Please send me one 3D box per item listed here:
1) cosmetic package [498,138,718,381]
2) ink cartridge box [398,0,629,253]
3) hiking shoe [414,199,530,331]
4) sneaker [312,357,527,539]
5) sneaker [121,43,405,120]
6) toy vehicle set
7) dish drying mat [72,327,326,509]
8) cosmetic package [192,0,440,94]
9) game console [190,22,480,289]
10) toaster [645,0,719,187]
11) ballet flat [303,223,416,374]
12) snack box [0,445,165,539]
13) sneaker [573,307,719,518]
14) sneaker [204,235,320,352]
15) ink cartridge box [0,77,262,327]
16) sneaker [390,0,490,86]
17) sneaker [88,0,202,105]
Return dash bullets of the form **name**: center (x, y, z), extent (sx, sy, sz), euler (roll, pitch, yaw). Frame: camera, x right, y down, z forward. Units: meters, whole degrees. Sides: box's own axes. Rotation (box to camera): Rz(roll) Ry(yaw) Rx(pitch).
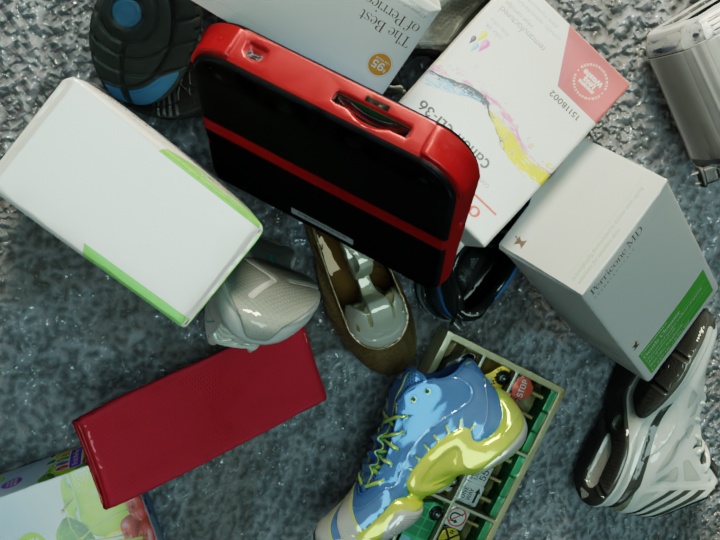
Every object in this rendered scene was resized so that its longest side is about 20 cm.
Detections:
- **cosmetic package**: center (0.202, -0.003, 0.761), extent (0.108, 0.085, 0.200), euler (-53, 143, -1)
- **ink cartridge box**: center (0.082, -0.097, 0.705), extent (0.116, 0.067, 0.200), euler (41, 88, -6)
- **hiking shoe**: center (0.120, -0.042, 0.782), extent (0.074, 0.087, 0.200), euler (25, 91, -16)
- **sneaker**: center (0.032, 0.141, 0.774), extent (0.200, 0.076, 0.105), euler (-30, 92, -15)
- **sneaker**: center (-0.075, -0.145, 0.723), extent (0.200, 0.104, 0.060), euler (-3, 91, 26)
- **toy vehicle set**: center (0.080, 0.164, 0.833), extent (0.124, 0.027, 0.200), euler (26, 91, -16)
- **dish drying mat**: center (-0.118, 0.106, 0.745), extent (0.200, 0.018, 0.077), euler (-24, 102, -33)
- **cosmetic package**: center (-0.055, -0.189, 0.601), extent (0.200, 0.051, 0.083), euler (28, 118, -16)
- **game console**: center (-0.020, -0.072, 0.648), extent (0.200, 0.177, 0.031), euler (29, 69, 11)
- **toaster**: center (0.329, -0.173, 0.805), extent (0.200, 0.114, 0.129), euler (-31, 100, -6)
- **ballet flat**: center (0.000, 0.000, 0.766), extent (0.068, 0.072, 0.200), euler (-21, 103, -10)
- **snack box**: center (-0.250, 0.240, 0.741), extent (0.200, 0.068, 0.169), euler (-19, 101, -10)
- **sneaker**: center (0.283, 0.132, 0.865), extent (0.115, 0.076, 0.201), euler (22, 100, -24)
- **sneaker**: center (-0.076, 0.027, 0.688), extent (0.070, 0.200, 0.080), euler (20, 99, -11)
- **ink cartridge box**: center (-0.156, -0.054, 0.655), extent (0.145, 0.200, 0.084), euler (38, 90, -16)
- **sneaker**: center (0.075, -0.210, 0.761), extent (0.200, 0.066, 0.091), euler (-30, 107, -4)
- **sneaker**: center (-0.138, -0.213, 0.661), extent (0.073, 0.082, 0.200), euler (11, 117, -9)
